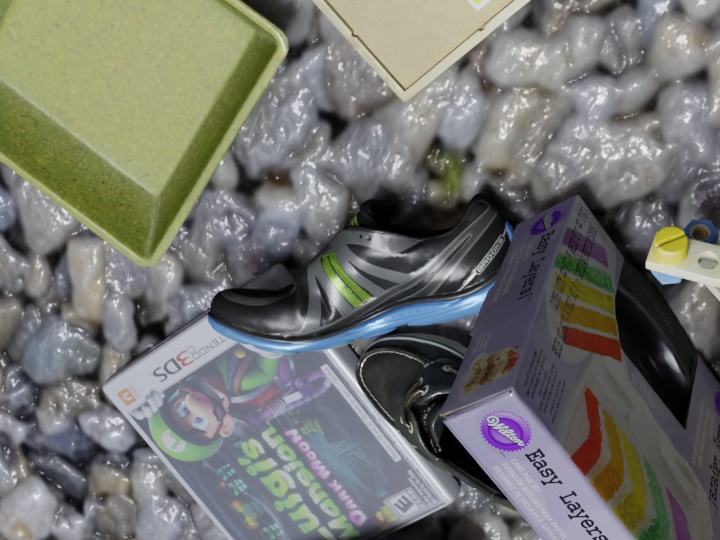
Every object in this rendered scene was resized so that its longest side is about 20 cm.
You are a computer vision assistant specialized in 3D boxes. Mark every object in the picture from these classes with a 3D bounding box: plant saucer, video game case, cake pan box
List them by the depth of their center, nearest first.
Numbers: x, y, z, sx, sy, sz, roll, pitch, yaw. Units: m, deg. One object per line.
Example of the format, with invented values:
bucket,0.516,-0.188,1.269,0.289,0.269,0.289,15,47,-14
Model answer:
cake pan box,0.137,0.079,0.799,0.052,0.200,0.184,-26,110,32
plant saucer,-0.158,-0.133,0.899,0.200,0.048,0.200,37,124,1
video game case,-0.059,0.116,1.006,0.182,0.023,0.200,-33,101,33

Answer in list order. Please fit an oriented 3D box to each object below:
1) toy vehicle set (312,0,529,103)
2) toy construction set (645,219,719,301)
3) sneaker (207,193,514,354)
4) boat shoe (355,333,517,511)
toy vehicle set,0.055,-0.197,0.790,0.200,0.027,0.124,-37,99,33
toy construction set,0.260,0.017,0.754,0.200,0.131,0.092,45,163,16
sneaker,0.000,0.000,0.891,0.199,0.071,0.083,-15,98,15
boat shoe,0.058,0.088,0.872,0.200,0.057,0.069,27,103,44
